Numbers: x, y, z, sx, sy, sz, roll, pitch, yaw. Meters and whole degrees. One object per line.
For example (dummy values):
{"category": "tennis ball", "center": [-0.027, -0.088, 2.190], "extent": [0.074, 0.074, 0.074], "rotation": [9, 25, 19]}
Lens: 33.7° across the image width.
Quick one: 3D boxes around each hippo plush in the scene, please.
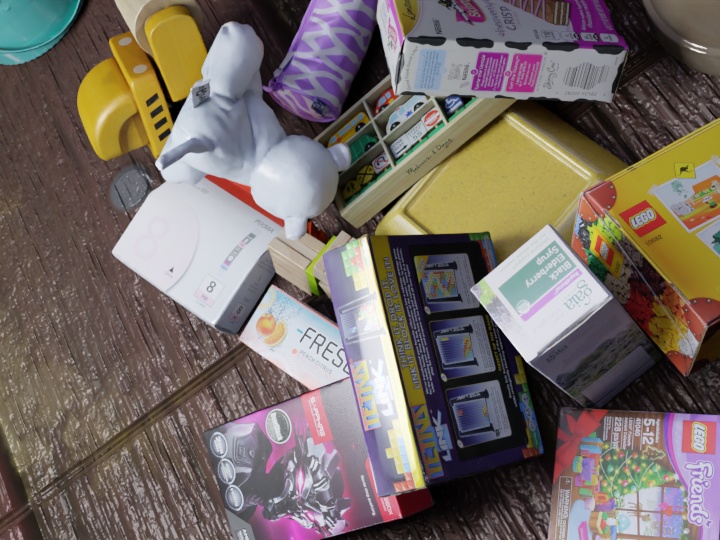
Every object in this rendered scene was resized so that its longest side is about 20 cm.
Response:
{"category": "hippo plush", "center": [-0.086, -0.126, 1.101], "extent": [0.160, 0.200, 0.160], "rotation": [26, 87, -11]}

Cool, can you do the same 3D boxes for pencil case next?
{"category": "pencil case", "center": [-0.031, -0.248, 1.210], "extent": [0.084, 0.085, 0.201], "rotation": [0, 66, 59]}

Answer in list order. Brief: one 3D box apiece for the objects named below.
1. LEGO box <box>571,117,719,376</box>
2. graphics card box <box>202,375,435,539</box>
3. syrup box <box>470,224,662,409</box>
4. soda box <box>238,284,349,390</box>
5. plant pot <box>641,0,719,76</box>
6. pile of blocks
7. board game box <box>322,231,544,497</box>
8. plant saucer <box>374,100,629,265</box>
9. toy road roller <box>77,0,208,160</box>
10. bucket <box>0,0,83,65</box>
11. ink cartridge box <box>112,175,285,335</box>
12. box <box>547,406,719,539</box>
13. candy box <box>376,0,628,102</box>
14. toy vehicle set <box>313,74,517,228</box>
{"category": "LEGO box", "center": [0.293, -0.034, 0.941], "extent": [0.200, 0.077, 0.149], "rotation": [-27, 59, -15]}
{"category": "graphics card box", "center": [-0.042, 0.171, 1.038], "extent": [0.200, 0.051, 0.126], "rotation": [-23, 81, 37]}
{"category": "syrup box", "center": [0.168, 0.043, 0.946], "extent": [0.079, 0.200, 0.082], "rotation": [-41, 60, 8]}
{"category": "soda box", "center": [-0.013, 0.091, 1.091], "extent": [0.200, 0.068, 0.064], "rotation": [32, 89, 30]}
{"category": "plant pot", "center": [0.322, -0.290, 1.008], "extent": [0.199, 0.173, 0.201], "rotation": [-8, 70, 23]}
{"category": "pile of blocks", "center": [0.000, 0.000, 1.114], "extent": [0.200, 0.082, 0.062], "rotation": [22, 65, 41]}
{"category": "board game box", "center": [0.062, 0.072, 0.979], "extent": [0.057, 0.165, 0.201], "rotation": [-21, 77, 42]}
{"category": "plant saucer", "center": [0.130, -0.061, 1.090], "extent": [0.200, 0.048, 0.200], "rotation": [41, 92, 31]}
{"category": "toy road roller", "center": [-0.223, -0.198, 1.207], "extent": [0.146, 0.200, 0.123], "rotation": [-24, 46, -10]}
{"category": "bucket", "center": [-0.433, -0.352, 1.410], "extent": [0.206, 0.135, 0.208], "rotation": [-9, 69, 23]}
{"category": "ink cartridge box", "center": [-0.141, -0.058, 1.218], "extent": [0.162, 0.057, 0.200], "rotation": [32, 92, 31]}
{"category": "box", "center": [0.221, 0.213, 0.954], "extent": [0.136, 0.039, 0.201], "rotation": [0, 72, 25]}
{"category": "candy box", "center": [0.121, -0.214, 1.061], "extent": [0.199, 0.061, 0.137], "rotation": [0, 42, -9]}
{"category": "toy vehicle set", "center": [0.049, -0.144, 1.137], "extent": [0.200, 0.026, 0.124], "rotation": [-39, 42, 15]}
